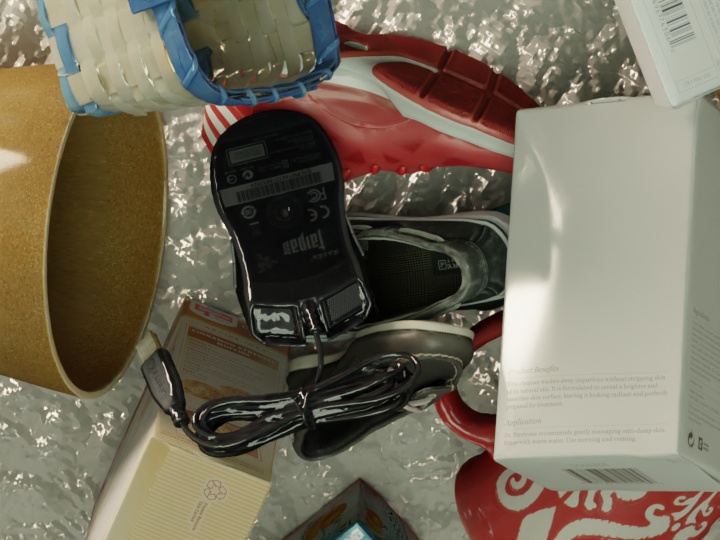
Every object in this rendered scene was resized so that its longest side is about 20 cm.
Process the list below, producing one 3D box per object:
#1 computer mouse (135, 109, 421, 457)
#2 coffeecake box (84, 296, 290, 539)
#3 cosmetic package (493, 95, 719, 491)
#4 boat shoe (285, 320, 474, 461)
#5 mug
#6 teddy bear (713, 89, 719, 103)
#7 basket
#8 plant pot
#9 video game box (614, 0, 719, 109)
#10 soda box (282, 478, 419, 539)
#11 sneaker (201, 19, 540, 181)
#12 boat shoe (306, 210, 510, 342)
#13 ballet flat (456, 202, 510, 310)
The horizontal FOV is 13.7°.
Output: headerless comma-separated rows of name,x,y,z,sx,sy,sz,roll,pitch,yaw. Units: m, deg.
computer mouse,-0.058,0.014,1.617,0.140,0.201,0.046,-19,152,-4
coffeecake box,-0.104,0.128,1.695,0.073,0.200,0.154,22,111,-7
cosmetic package,0.140,0.012,1.593,0.112,0.081,0.201,-2,72,29
boat shoe,0.011,0.069,1.678,0.067,0.200,0.057,7,77,-22
mug,0.150,0.088,1.678,0.177,0.134,0.200,27,121,-31
teddy bear,0.272,-0.044,1.683,0.144,0.067,0.201,-4,110,7
basket,-0.061,-0.155,1.553,0.199,0.176,0.140,-12,92,27
plant pot,-0.231,-0.033,1.665,0.199,0.186,0.187,7,112,15
video game box,0.200,-0.210,1.532,0.182,0.047,0.201,-23,98,-4
soda box,-0.054,0.216,1.795,0.200,0.068,0.064,-40,104,15
sneaker,0.004,-0.071,1.692,0.199,0.078,0.116,22,119,7
boat shoe,0.000,0.000,1.671,0.200,0.071,0.072,-13,89,40
ballet flat,0.115,-0.019,1.702,0.200,0.068,0.068,-32,115,14
